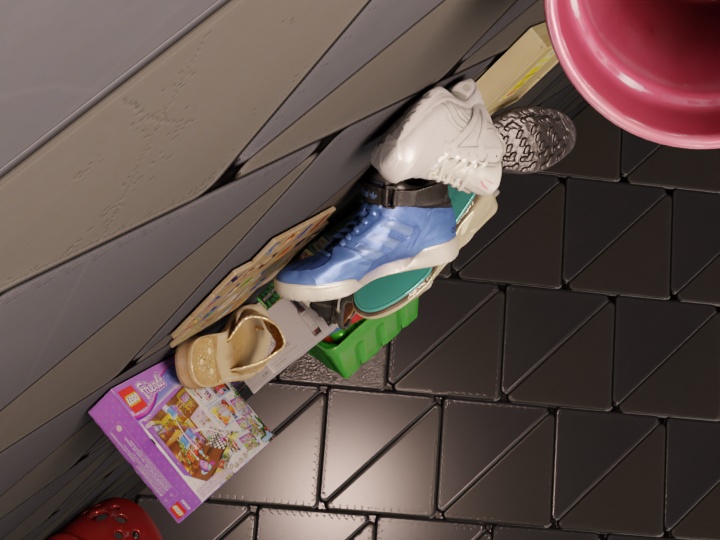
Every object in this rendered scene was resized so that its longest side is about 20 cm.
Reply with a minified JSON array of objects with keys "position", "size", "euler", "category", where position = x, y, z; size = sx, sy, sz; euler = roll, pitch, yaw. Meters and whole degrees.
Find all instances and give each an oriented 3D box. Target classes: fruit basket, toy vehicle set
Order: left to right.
[{"position":[-0.012,0.030,1.617],"size":[0.214,0.155,0.219],"euler":[-22,125,-35],"category":"fruit basket"},{"position":[0.176,-0.218,1.189],"size":[0.124,0.027,0.200],"euler":[-43,176,29],"category":"toy vehicle set"}]

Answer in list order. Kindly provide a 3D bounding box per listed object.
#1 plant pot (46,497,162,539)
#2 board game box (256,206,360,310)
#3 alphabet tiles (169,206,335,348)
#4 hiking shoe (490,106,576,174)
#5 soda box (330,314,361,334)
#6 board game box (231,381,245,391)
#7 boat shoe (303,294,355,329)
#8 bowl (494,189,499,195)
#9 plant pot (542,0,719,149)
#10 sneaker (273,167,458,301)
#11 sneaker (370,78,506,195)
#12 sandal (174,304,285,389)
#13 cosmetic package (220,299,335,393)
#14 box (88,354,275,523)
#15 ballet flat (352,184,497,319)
[{"position":[-0.490,0.545,2.048],"size":[0.200,0.202,0.182],"euler":[-42,166,30],"category":"plant pot"},{"position":[-0.034,-0.028,1.258],"size":[0.105,0.023,0.200],"euler":[-47,176,36],"category":"board game box"},{"position":[-0.104,0.005,1.079],"size":[0.166,0.006,0.200],"euler":[-44,176,28],"category":"alphabet tiles"},{"position":[0.142,-0.141,1.246],"size":[0.197,0.077,0.101],"euler":[-13,-168,-7],"category":"hiking shoe"},{"position":[-0.011,0.027,1.465],"size":[0.198,0.068,0.064],"euler":[-28,-168,33],"category":"soda box"},{"position":[-0.212,0.165,1.473],"size":[0.200,0.057,0.165],"euler":[-43,177,25],"category":"board game box"},{"position":[0.000,0.000,1.251],"size":[0.072,0.068,0.200],"euler":[-39,171,-38],"category":"boat shoe"},{"position":[0.120,-0.106,1.457],"size":[0.200,0.091,0.201],"euler":[-40,177,-3],"category":"bowl"},{"position":[0.224,-0.207,0.707],"size":[0.200,0.199,0.180],"euler":[-43,-169,34],"category":"plant pot"},{"position":[0.001,-0.045,1.083],"size":[0.197,0.113,0.077],"euler":[-15,-158,-15],"category":"sneaker"},{"position":[0.082,-0.106,0.964],"size":[0.078,0.100,0.200],"euler":[-43,176,34],"category":"sneaker"},{"position":[-0.115,0.082,1.176],"size":[0.069,0.079,0.211],"euler":[-7,-174,22],"category":"sandal"},{"position":[-0.093,0.068,1.362],"size":[0.051,0.083,0.200],"euler":[-45,176,33],"category":"cosmetic package"},{"position":[-0.175,0.158,1.120],"size":[0.039,0.137,0.200],"euler":[-41,176,18],"category":"box"},{"position":[0.074,-0.018,1.183],"size":[0.200,0.069,0.069],"euler":[-47,177,-1],"category":"ballet flat"}]
